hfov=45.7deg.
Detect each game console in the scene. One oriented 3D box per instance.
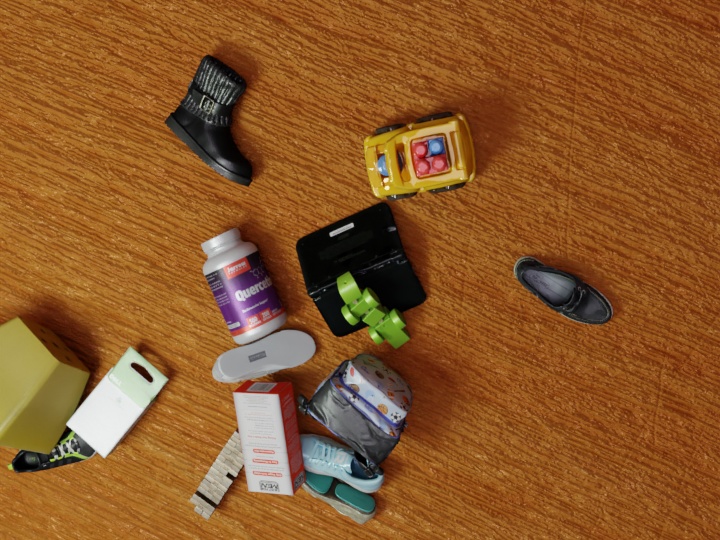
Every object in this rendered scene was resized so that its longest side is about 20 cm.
[{"bbox_3d":[0.000,0.000,1.608,0.197,0.116,0.179,-23,65,11],"label":"game console"}]

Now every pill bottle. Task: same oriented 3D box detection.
[{"bbox_3d":[-0.223,0.027,1.598,0.111,0.112,0.203,-23,95,12],"label":"pill bottle"}]

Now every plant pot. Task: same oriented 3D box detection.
[{"bbox_3d":[-0.646,0.210,1.644,0.199,0.200,0.177,41,85,20],"label":"plant pot"}]

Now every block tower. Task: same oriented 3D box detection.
[{"bbox_3d":[-0.267,0.394,1.695,0.054,0.058,0.202,33,101,1],"label":"block tower"}]

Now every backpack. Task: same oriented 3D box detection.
[{"bbox_3d":[0.005,0.242,1.560,0.200,0.191,0.154,44,98,0],"label":"backpack"}]

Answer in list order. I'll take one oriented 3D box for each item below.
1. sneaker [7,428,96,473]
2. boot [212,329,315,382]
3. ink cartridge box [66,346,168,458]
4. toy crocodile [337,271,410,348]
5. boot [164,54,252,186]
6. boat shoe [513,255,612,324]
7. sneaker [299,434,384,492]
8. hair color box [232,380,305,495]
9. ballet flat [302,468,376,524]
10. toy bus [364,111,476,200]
[{"bbox_3d":[-0.621,0.375,1.733,0.196,0.083,0.073,-19,96,10],"label":"sneaker"},{"bbox_3d":[-0.189,0.166,1.638,0.196,0.095,0.075,-10,81,-22],"label":"boot"},{"bbox_3d":[-0.476,0.258,1.695,0.103,0.059,0.201,40,89,1],"label":"ink cartridge box"},{"bbox_3d":[0.024,0.078,1.567,0.067,0.062,0.199,-39,126,15],"label":"toy crocodile"},{"bbox_3d":[-0.247,-0.274,1.569,0.210,0.079,0.158,41,103,1],"label":"boot"},{"bbox_3d":[0.366,0.041,1.531,0.198,0.066,0.075,36,102,2],"label":"boat shoe"},{"bbox_3d":[-0.041,0.358,1.630,0.197,0.082,0.075,21,61,-3],"label":"sneaker"},{"bbox_3d":[-0.170,0.313,1.600,0.099,0.061,0.204,0,105,22],"label":"hair color box"},{"bbox_3d":[-0.062,0.434,1.668,0.198,0.068,0.063,33,131,5],"label":"ballet flat"},{"bbox_3d":[0.096,-0.191,1.473,0.196,0.192,0.139,-10,99,12],"label":"toy bus"}]
